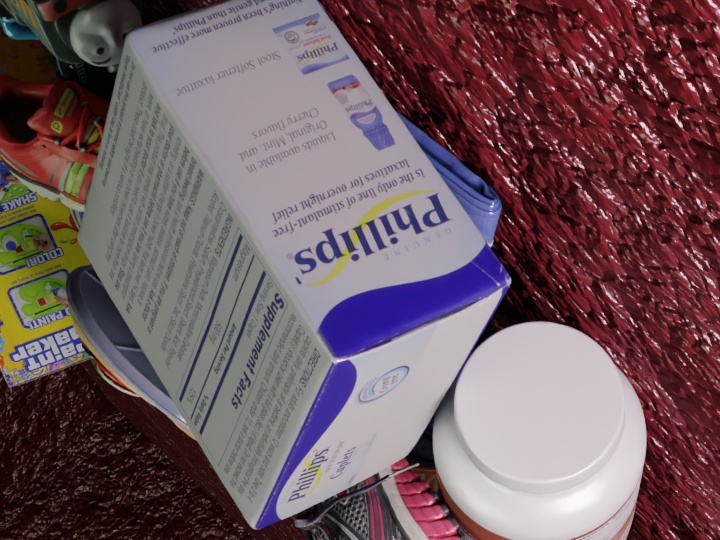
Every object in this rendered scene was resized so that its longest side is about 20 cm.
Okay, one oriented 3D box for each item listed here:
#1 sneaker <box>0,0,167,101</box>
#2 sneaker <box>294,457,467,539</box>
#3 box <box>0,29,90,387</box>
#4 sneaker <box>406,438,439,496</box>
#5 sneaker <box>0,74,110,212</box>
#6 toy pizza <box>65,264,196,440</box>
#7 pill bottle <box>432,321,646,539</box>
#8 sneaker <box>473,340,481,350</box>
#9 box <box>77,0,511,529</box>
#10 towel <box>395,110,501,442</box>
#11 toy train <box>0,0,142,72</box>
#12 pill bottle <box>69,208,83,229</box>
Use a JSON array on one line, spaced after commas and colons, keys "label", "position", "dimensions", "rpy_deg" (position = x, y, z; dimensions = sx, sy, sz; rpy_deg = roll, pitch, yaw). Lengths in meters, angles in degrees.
[{"label": "sneaker", "position": [-0.138, -0.124, 1.281], "dimensions": [0.200, 0.082, 0.073], "rpy_deg": [41, 164, 22]}, {"label": "sneaker", "position": [-0.008, 0.119, 1.151], "dimensions": [0.200, 0.075, 0.081], "rpy_deg": [53, 171, 39]}, {"label": "box", "position": [-0.246, -0.056, 1.556], "dimensions": [0.200, 0.122, 0.193], "rpy_deg": [-112, 1, -62]}, {"label": "sneaker", "position": [0.062, 0.136, 1.280], "dimensions": [0.084, 0.075, 0.200], "rpy_deg": [17, 162, -41]}, {"label": "sneaker", "position": [-0.157, -0.071, 1.228], "dimensions": [0.200, 0.077, 0.085], "rpy_deg": [14, 157, 36]}, {"label": "toy pizza", "position": [-0.117, 0.068, 1.378], "dimensions": [0.200, 0.032, 0.200], "rpy_deg": [36, -165, -11]}, {"label": "pill bottle", "position": [0.095, 0.099, 1.113], "dimensions": [0.112, 0.112, 0.200], "rpy_deg": [43, 168, 18]}, {"label": "sneaker", "position": [0.050, 0.052, 1.257], "dimensions": [0.085, 0.077, 0.200], "rpy_deg": [33, 172, 17]}, {"label": "box", "position": [-0.042, -0.007, 1.040], "dimensions": [0.200, 0.105, 0.184], "rpy_deg": [57, 151, 20]}, {"label": "towel", "position": [0.007, -0.011, 1.119], "dimensions": [0.145, 0.024, 0.200], "rpy_deg": [40, 144, 23]}, {"label": "toy train", "position": [-0.179, -0.183, 1.176], "dimensions": [0.200, 0.085, 0.114], "rpy_deg": [42, 161, 54]}, {"label": "pill bottle", "position": [-0.110, -0.037, 1.337], "dimensions": [0.120, 0.120, 0.200], "rpy_deg": [52, 173, -25]}]
